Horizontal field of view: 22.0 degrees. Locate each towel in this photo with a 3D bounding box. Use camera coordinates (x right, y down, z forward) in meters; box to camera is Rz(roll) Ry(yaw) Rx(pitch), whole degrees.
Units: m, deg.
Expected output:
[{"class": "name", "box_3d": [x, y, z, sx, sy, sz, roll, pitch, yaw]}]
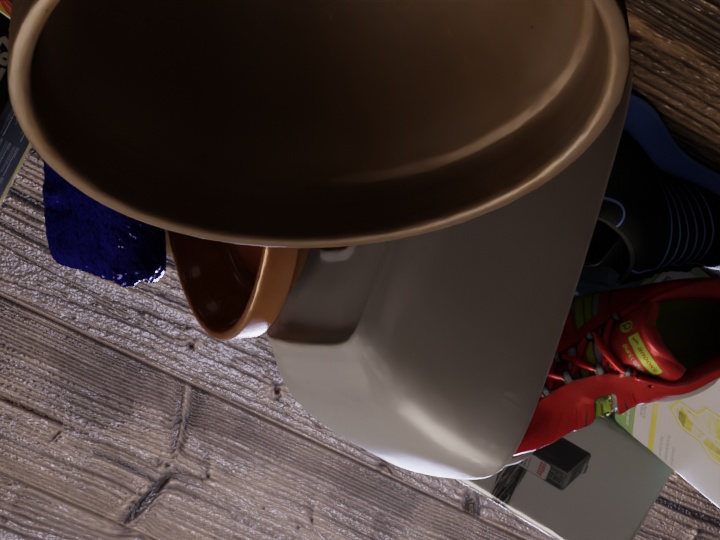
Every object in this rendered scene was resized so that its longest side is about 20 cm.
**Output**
[{"class": "towel", "box_3d": [-0.141, -0.094, 0.968, 0.049, 0.200, 0.148, -6, -176, -16]}]

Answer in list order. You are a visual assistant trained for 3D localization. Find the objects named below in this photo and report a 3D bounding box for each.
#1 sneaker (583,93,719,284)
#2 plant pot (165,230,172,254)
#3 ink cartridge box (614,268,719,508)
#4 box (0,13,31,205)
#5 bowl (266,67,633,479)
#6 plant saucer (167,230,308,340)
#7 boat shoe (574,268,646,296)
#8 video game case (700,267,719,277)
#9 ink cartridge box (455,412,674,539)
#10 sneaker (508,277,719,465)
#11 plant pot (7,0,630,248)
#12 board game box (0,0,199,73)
[{"class": "sneaker", "box_3d": [0.137, -0.026, 0.923, 0.070, 0.078, 0.200, 20, 173, 39]}, {"class": "plant pot", "box_3d": [-0.086, -0.070, 1.171, 0.200, 0.200, 0.028, 19, 136, 55]}, {"class": "ink cartridge box", "box_3d": [0.231, 0.096, 1.011, 0.200, 0.048, 0.146, 41, 159, 25]}, {"class": "box", "box_3d": [-0.289, -0.131, 1.287, 0.159, 0.200, 0.049, 23, 173, 28]}, {"class": "bowl", "box_3d": [0.026, -0.016, 0.825, 0.075, 0.200, 0.200, 21, 174, -18]}, {"class": "plant saucer", "box_3d": [-0.056, -0.069, 0.856, 0.032, 0.201, 0.200, -4, -174, -20]}, {"class": "boat shoe", "box_3d": [0.152, 0.019, 1.145, 0.200, 0.069, 0.084, 22, 175, 23]}, {"class": "video game case", "box_3d": [0.164, -0.024, 1.167, 0.200, 0.023, 0.182, 21, 174, 45]}, {"class": "ink cartridge box", "box_3d": [0.091, 0.090, 1.174, 0.200, 0.084, 0.144, 32, -172, -2]}, {"class": "sneaker", "box_3d": [0.112, 0.039, 0.890, 0.200, 0.077, 0.085, -18, 174, -21]}, {"class": "plant pot", "box_3d": [-0.014, -0.095, 0.614, 0.200, 0.093, 0.201, -2, 151, -1]}, {"class": "board game box", "box_3d": [-0.144, -0.152, 0.717, 0.200, 0.034, 0.135, 36, -158, -13]}]
